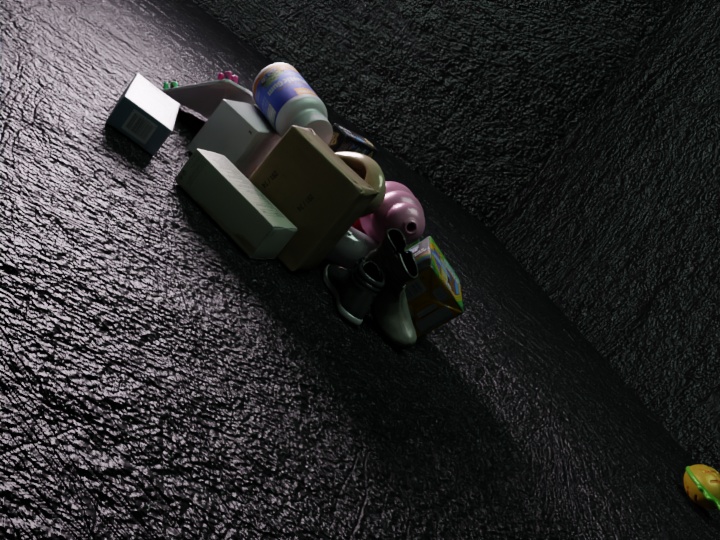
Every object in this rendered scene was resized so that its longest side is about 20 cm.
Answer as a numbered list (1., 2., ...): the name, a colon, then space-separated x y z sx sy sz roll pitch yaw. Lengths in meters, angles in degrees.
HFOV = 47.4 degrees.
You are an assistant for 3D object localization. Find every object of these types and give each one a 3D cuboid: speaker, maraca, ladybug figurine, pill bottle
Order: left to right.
1. pill bottle: -0.134 -0.325 1.665 0.112 0.112 0.201 25 22 -48
2. speaker: -0.050 -0.058 1.600 0.198 0.082 0.081 27 17 -15
3. ladybug figurine: -0.027 -0.160 1.581 0.199 0.136 0.072 28 -14 40
4. maraca: 0.979 0.619 2.315 0.137 0.107 0.200 39 14 2

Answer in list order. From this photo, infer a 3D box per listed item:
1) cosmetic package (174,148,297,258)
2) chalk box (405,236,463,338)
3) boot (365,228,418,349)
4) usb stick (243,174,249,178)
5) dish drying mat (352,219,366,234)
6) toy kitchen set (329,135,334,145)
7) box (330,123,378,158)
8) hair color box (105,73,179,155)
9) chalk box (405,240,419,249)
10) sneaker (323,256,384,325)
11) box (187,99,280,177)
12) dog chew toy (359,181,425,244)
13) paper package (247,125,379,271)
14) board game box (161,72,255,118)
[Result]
1. cosmetic package: -0.212 -0.112 1.402 0.200 0.071 0.105 45 14 16
2. chalk box: 0.128 0.026 1.697 0.125 0.124 0.201 54 18 -17
3. boot: 0.066 0.035 1.497 0.067 0.131 0.202 -14 73 -32
4. usb stick: -0.219 -0.156 1.589 0.199 0.032 0.056 30 38 -39
5. dish drying mat: -0.043 -0.103 1.662 0.200 0.018 0.077 40 55 -17
6. toy kitchen set: -0.071 -0.176 1.705 0.199 0.182 0.163 31 13 13
7. box: -0.068 -0.234 1.905 0.050 0.200 0.198 46 15 17
8. hair color box: -0.389 -0.285 1.482 0.099 0.061 0.200 36 15 -21
9. chalk box: 0.049 -0.113 1.979 0.200 0.125 0.124 41 13 5
10. sneaker: -0.008 0.014 1.512 0.070 0.100 0.200 31 14 -25
11. box: -0.246 -0.264 1.670 0.097 0.125 0.200 42 13 3
12. dog chew toy: 0.070 -0.104 1.608 0.124 0.125 0.200 35 3 -21
13. paper package: -0.104 -0.128 1.476 0.191 0.200 0.103 44 14 12
14. board game box: -0.299 -0.376 1.794 0.198 0.026 0.199 0 -10 32
